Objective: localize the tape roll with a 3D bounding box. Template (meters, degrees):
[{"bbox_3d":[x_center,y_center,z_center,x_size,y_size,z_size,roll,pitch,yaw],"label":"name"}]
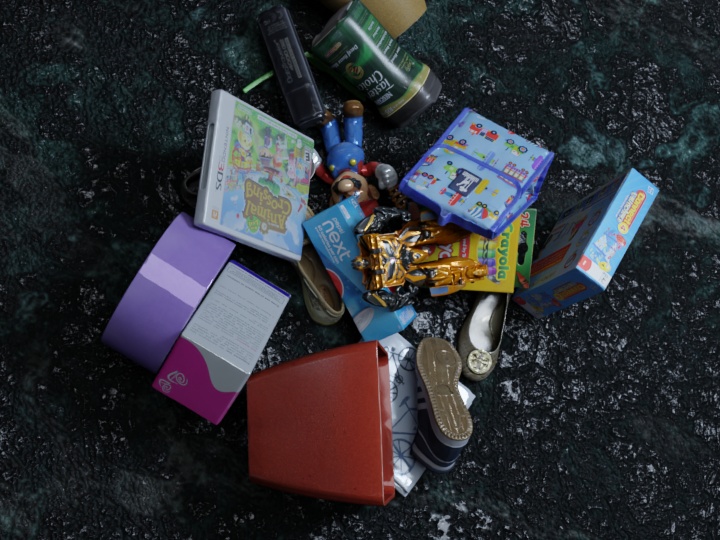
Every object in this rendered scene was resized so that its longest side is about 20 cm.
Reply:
[{"bbox_3d":[-0.250,0.029,1.240,0.085,0.200,0.201,32,67,-6],"label":"tape roll"}]

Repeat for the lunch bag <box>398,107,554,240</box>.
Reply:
[{"bbox_3d":[0.156,-0.120,1.334,0.150,0.094,0.200,31,48,16],"label":"lunch bag"}]

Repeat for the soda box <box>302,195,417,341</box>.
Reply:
[{"bbox_3d":[0.000,0.000,1.354,0.201,0.068,0.064,62,27,-4],"label":"soda box"}]

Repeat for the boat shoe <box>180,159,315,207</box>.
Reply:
[{"bbox_3d":[-0.161,-0.133,1.369,0.199,0.057,0.067,-14,80,-6],"label":"boat shoe"}]

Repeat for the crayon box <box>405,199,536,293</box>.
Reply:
[{"bbox_3d":[0.163,-0.036,1.409,0.199,0.051,0.128,3,101,-2],"label":"crayon box"}]

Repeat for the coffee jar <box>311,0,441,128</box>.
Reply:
[{"bbox_3d":[0.027,-0.315,1.462,0.200,0.104,0.086,39,47,-18],"label":"coffee jar"}]

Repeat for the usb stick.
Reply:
[{"bbox_3d":[-0.106,-0.309,1.439,0.055,0.033,0.201,-22,77,7],"label":"usb stick"}]

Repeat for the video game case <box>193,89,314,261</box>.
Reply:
[{"bbox_3d":[-0.138,-0.123,1.282,0.200,0.022,0.183,22,70,-52],"label":"video game case"}]

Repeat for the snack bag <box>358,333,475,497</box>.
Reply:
[{"bbox_3d":[0.043,0.195,1.382,0.200,0.021,0.189,39,66,0],"label":"snack bag"}]

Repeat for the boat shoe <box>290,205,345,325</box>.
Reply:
[{"bbox_3d":[-0.067,-0.021,1.386,0.073,0.063,0.201,-21,81,-22],"label":"boat shoe"}]

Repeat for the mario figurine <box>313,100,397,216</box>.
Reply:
[{"bbox_3d":[-0.021,-0.158,1.413,0.106,0.123,0.201,3,67,-38],"label":"mario figurine"}]

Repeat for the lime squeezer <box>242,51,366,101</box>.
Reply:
[{"bbox_3d":[-0.088,-0.308,1.486,0.199,0.038,0.071,0,106,-18],"label":"lime squeezer"}]

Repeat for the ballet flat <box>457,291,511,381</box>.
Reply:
[{"bbox_3d":[0.198,0.073,1.452,0.067,0.046,0.201,24,69,-9],"label":"ballet flat"}]

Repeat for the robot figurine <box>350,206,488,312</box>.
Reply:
[{"bbox_3d":[0.080,-0.022,1.313,0.199,0.058,0.146,-9,92,-29],"label":"robot figurine"}]

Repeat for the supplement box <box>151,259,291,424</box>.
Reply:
[{"bbox_3d":[-0.178,0.090,1.245,0.103,0.101,0.200,31,29,-7],"label":"supplement box"}]

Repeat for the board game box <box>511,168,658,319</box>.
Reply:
[{"bbox_3d":[0.340,-0.037,1.447,0.056,0.200,0.196,37,68,-6],"label":"board game box"}]

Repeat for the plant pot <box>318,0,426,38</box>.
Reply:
[{"bbox_3d":[0.008,-0.463,1.494,0.200,0.186,0.187,49,66,-16],"label":"plant pot"}]

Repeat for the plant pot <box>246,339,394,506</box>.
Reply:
[{"bbox_3d":[-0.051,0.206,1.249,0.175,0.200,0.201,-4,80,5],"label":"plant pot"}]

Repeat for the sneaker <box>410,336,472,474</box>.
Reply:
[{"bbox_3d":[0.107,0.196,1.359,0.070,0.109,0.201,5,40,-12],"label":"sneaker"}]

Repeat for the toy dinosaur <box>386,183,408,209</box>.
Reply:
[{"bbox_3d":[0.121,-0.087,1.455,0.200,0.102,0.136,40,82,-26],"label":"toy dinosaur"}]
